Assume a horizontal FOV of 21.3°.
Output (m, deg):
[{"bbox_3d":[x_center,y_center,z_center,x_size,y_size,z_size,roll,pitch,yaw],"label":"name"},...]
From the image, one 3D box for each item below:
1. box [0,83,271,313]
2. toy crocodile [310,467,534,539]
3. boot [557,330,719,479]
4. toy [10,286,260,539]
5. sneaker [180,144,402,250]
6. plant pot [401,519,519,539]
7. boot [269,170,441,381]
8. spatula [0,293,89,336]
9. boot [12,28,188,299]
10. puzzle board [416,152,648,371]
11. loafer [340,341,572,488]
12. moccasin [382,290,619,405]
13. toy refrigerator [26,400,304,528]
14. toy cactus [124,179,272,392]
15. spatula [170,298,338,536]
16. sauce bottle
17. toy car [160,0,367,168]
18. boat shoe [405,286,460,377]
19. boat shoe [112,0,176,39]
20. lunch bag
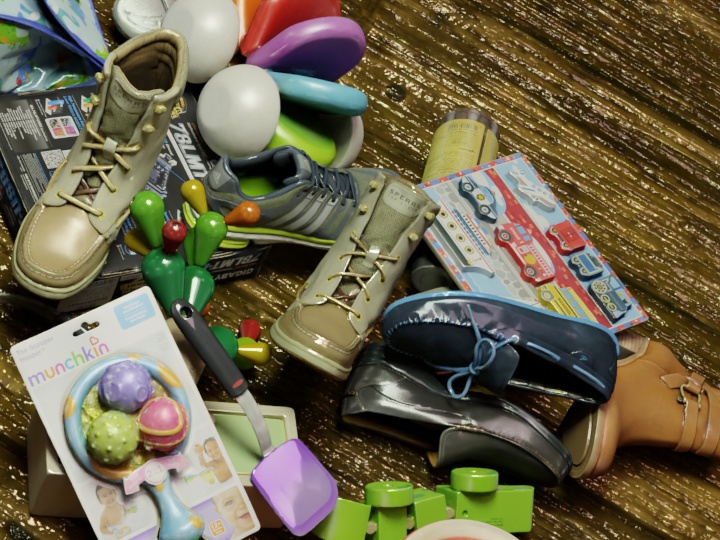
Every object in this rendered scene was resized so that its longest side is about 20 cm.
[{"bbox_3d":[-0.204,-0.070,1.621,0.198,0.050,0.200,-11,60,-33],"label":"box"},{"bbox_3d":[0.052,0.194,1.524,0.200,0.062,0.068,-4,97,-28],"label":"toy crocodile"},{"bbox_3d":[0.254,0.136,1.647,0.155,0.077,0.200,29,29,-6],"label":"boot"},{"bbox_3d":[-0.158,0.122,1.389,0.115,0.047,0.200,-25,92,-22],"label":"toy"},{"bbox_3d":[-0.046,-0.064,1.605,0.200,0.081,0.074,-6,60,-28],"label":"sneaker"},{"bbox_3d":[0.052,0.282,1.370,0.200,0.177,0.201,12,50,-15],"label":"plant pot"},{"bbox_3d":[0.000,0.000,1.535,0.072,0.155,0.200,33,12,-1],"label":"boot"},{"bbox_3d":[-0.255,0.033,1.515,0.200,0.057,0.021,32,51,-3],"label":"spatula"},{"bbox_3d":[-0.200,-0.085,1.487,0.072,0.155,0.200,28,46,-1],"label":"boot"},{"bbox_3d":[0.142,-0.013,1.669,0.151,0.017,0.200,-18,62,-35],"label":"puzzle board"},{"bbox_3d":[0.076,0.136,1.578,0.200,0.073,0.072,24,55,8],"label":"loafer"},{"bbox_3d":[0.116,0.065,1.547,0.200,0.081,0.068,7,55,-7],"label":"moccasin"},{"bbox_3d":[-0.148,0.143,1.462,0.200,0.070,0.076,6,52,-20],"label":"toy refrigerator"},{"bbox_3d":[-0.124,0.031,1.495,0.102,0.200,0.165,-4,46,13],"label":"toy cactus"},{"bbox_3d":[-0.084,0.105,1.438,0.057,0.021,0.200,-37,102,-31],"label":"spatula"},{"bbox_3d":[0.082,-0.062,1.736,0.065,0.065,0.200,23,47,-6],"label":"sauce bottle"},{"bbox_3d":[-0.064,-0.182,1.681,0.175,0.150,0.200,13,43,-51],"label":"toy car"},{"bbox_3d":[0.115,0.047,1.669,0.201,0.063,0.074,-10,37,-31],"label":"boat shoe"},{"bbox_3d":[-0.149,-0.256,1.796,0.202,0.065,0.075,-31,90,-33],"label":"boat shoe"},{"bbox_3d":[-0.320,-0.239,1.662,0.200,0.127,0.170,8,47,-36],"label":"lunch bag"}]
